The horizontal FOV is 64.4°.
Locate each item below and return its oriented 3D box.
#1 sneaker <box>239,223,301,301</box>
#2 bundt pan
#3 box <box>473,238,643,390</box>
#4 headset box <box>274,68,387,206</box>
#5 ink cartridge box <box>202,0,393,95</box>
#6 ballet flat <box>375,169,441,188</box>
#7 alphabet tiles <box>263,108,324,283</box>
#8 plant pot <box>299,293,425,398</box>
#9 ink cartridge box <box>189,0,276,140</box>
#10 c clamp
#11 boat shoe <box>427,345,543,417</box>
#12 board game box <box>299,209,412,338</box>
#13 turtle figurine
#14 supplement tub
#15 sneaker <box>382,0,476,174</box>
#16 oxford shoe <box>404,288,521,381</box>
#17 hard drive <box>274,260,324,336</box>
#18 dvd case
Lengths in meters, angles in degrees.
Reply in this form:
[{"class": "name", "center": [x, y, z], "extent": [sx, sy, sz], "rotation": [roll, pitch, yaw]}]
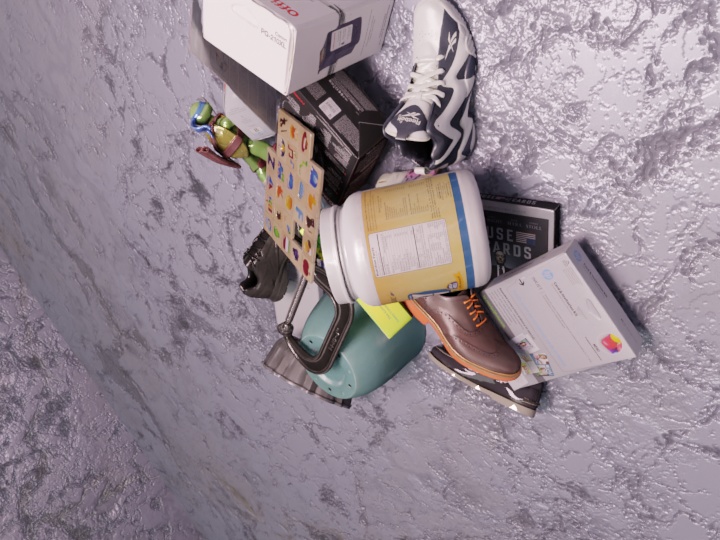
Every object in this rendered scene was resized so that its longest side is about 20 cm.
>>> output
[{"class": "sneaker", "center": [-0.165, -0.035, 1.034], "extent": [0.076, 0.089, 0.205], "rotation": [35, 116, 49]}, {"class": "bundt pan", "center": [-0.092, 0.191, 1.124], "extent": [0.198, 0.077, 0.202], "rotation": [25, 174, 3]}, {"class": "box", "center": [0.243, 0.068, 0.767], "extent": [0.157, 0.041, 0.199], "rotation": [53, 141, -2]}, {"class": "headset box", "center": [-0.047, -0.190, 0.823], "extent": [0.149, 0.075, 0.200], "rotation": [48, 160, 4]}, {"class": "ink cartridge box", "center": [-0.073, -0.312, 0.695], "extent": [0.144, 0.199, 0.085], "rotation": [36, 138, 16]}, {"class": "ballet flat", "center": [0.045, -0.099, 0.846], "extent": [0.071, 0.069, 0.201], "rotation": [40, 143, 2]}, {"class": "alphabet tiles", "center": [-0.097, -0.111, 0.804], "extent": [0.167, 0.007, 0.205], "rotation": [45, 136, 44]}, {"class": "plant pot", "center": [-0.011, 0.119, 0.986], "extent": [0.197, 0.160, 0.205], "rotation": [23, 132, 28]}, {"class": "ink cartridge box", "center": [-0.179, -0.297, 0.774], "extent": [0.046, 0.200, 0.165], "rotation": [-9, 71, 20]}, {"class": "c clamp", "center": [-0.081, 0.056, 0.893], "extent": [0.169, 0.027, 0.204], "rotation": [33, 120, 24]}, {"class": "boat shoe", "center": [0.199, 0.160, 0.915], "extent": [0.197, 0.072, 0.064], "rotation": [26, 92, 34]}, {"class": "board game box", "center": [0.000, 0.000, 0.855], "extent": [0.047, 0.102, 0.201], "rotation": [-41, 88, 11]}, {"class": "turtle figurine", "center": [-0.176, -0.236, 0.947], "extent": [0.143, 0.202, 0.193], "rotation": [-38, 117, 22]}, {"class": "supplement tub", "center": [0.057, -0.037, 0.725], "extent": [0.194, 0.146, 0.148], "rotation": [-11, 117, 8]}, {"class": "sneaker", "center": [0.077, -0.210, 0.684], "extent": [0.078, 0.129, 0.204], "rotation": [16, 129, 32]}, {"class": "oxford shoe", "center": [0.142, 0.068, 0.778], "extent": [0.199, 0.071, 0.073], "rotation": [39, 134, 18]}, {"class": "hard drive", "center": [-0.125, 0.046, 1.143], "extent": [0.130, 0.025, 0.204], "rotation": [22, 132, 30]}, {"class": "dvd case", "center": [0.202, -0.007, 0.800], "extent": [0.147, 0.025, 0.205], "rotation": [14, 128, 36]}]
